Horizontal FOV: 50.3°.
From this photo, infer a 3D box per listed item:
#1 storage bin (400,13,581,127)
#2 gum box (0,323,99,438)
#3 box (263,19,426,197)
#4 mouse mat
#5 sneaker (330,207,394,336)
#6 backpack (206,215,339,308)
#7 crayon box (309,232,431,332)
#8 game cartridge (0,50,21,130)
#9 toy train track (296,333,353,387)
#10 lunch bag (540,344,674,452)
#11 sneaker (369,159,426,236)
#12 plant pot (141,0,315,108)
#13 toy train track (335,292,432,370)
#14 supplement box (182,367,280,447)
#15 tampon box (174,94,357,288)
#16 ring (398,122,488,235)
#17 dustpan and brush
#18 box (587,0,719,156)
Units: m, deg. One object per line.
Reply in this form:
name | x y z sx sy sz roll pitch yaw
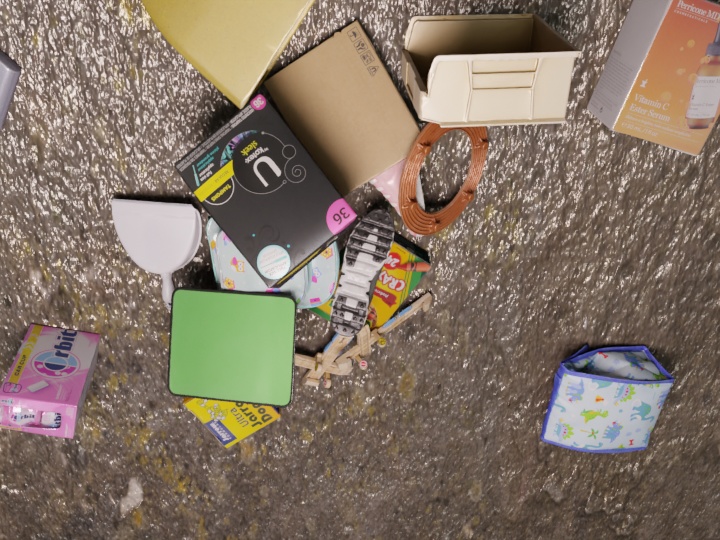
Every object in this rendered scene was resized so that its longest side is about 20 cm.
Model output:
storage bin | 0.164 -0.275 1.034 0.195 0.201 0.095 -2 122 -5
gum box | -0.490 0.174 1.212 0.112 0.201 0.067 11 118 -13
box | -0.022 -0.225 1.097 0.162 0.021 0.202 -30 94 8
mouse mat | -0.188 0.111 1.115 0.197 0.008 0.163 4 92 12
sneaker | 0.000 0.000 1.188 0.066 0.090 0.203 18 90 -2
backpack | -0.127 -0.021 1.170 0.197 0.154 0.178 -7 109 -5
crayon box | 0.008 0.025 1.268 0.126 0.051 0.201 30 112 -20
game cartridge | -0.579 -0.277 1.051 0.198 0.041 0.134 24 110 -18
toy train track | -0.048 0.148 1.298 0.113 0.033 0.201 15 136 -22
lunch bag | 0.430 0.233 1.383 0.197 0.128 0.172 -2 120 -16
sneaker | 0.041 -0.141 1.169 0.103 0.076 0.203 -11 117 3
plant pot | -0.166 -0.359 0.966 0.199 0.195 0.196 33 111 -12
toy train track | 0.047 0.108 1.278 0.199 0.033 0.115 -35 155 -16
supplement box | -0.200 0.162 1.236 0.109 0.201 0.109 -31 118 12
tampon box | -0.121 -0.098 1.024 0.149 0.126 0.201 -40 90 -2
ring | 0.129 -0.144 1.136 0.199 0.019 0.202 -30 136 -34
dustpan and brush | -0.314 -0.020 1.215 0.137 0.057 0.203 5 112 4
box | 0.448 -0.292 1.106 0.150 0.107 0.202 12 117 -12
